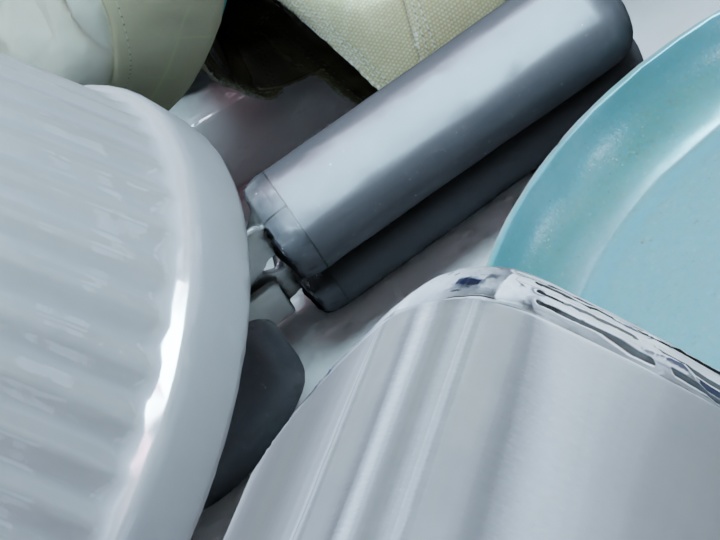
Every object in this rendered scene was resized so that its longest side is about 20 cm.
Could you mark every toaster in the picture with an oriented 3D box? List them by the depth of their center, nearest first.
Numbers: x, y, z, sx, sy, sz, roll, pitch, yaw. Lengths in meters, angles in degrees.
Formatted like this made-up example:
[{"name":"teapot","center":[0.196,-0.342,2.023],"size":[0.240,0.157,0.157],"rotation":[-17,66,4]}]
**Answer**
[{"name":"toaster","center":[0.038,0.090,0.544],"size":[0.114,0.199,0.129],"rotation":[-51,13,41]}]

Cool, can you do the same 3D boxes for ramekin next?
[{"name":"ramekin","center":[-0.128,0.030,0.761],"size":[0.200,0.105,0.201],"rotation":[-34,42,38]}]

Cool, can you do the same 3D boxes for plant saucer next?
[{"name":"plant saucer","center":[0.121,-0.007,0.726],"size":[0.199,0.027,0.201],"rotation":[-22,37,18]}]

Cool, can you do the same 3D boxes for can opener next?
[{"name":"can opener","center":[0.000,0.000,0.815],"size":[0.200,0.053,0.067],"rotation":[-35,66,-1]}]

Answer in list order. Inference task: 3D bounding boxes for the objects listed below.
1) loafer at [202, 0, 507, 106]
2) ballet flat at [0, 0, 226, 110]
[{"name":"loafer","center":[-0.039,-0.093,0.883],"size":[0.199,0.076,0.069],"rotation":[22,73,25]},{"name":"ballet flat","center":[-0.090,-0.058,0.860],"size":[0.070,0.069,0.200],"rotation":[-61,2,-33]}]
